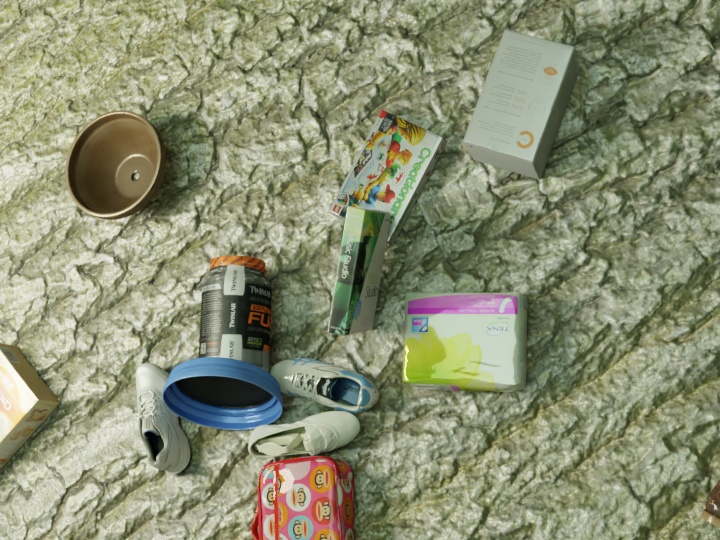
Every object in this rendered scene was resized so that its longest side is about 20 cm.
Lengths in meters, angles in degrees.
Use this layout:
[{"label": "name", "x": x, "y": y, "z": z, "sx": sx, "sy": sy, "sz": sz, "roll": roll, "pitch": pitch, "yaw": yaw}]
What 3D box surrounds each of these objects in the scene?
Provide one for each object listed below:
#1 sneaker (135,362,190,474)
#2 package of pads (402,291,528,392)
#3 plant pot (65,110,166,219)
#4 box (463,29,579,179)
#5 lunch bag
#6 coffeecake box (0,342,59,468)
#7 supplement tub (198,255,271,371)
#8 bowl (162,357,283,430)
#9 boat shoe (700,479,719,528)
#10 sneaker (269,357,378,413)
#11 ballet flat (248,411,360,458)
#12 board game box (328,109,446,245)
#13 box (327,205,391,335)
[{"label": "sneaker", "x": -0.351, "y": 0.251, "z": 1.750, "sx": 0.074, "sy": 0.087, "sz": 0.202, "roll": -26, "pitch": 70, "yaw": 13}, {"label": "package of pads", "x": 0.167, "y": 0.116, "z": 1.619, "sx": 0.197, "sy": 0.068, "sz": 0.157, "roll": -2, "pitch": 77, "yaw": 18}, {"label": "plant pot", "x": -0.436, "y": -0.185, "z": 1.871, "sx": 0.198, "sy": 0.093, "sz": 0.204, "roll": -4, "pitch": 77, "yaw": 18}, {"label": "box", "x": 0.266, "y": -0.270, "z": 1.656, "sx": 0.123, "sy": 0.097, "sz": 0.202, "roll": 19, "pitch": 84, "yaw": 21}, {"label": "lunch bag", "x": -0.098, "y": 0.406, "z": 1.640, "sx": 0.174, "sy": 0.082, "sz": 0.203, "roll": -10, "pitch": 74, "yaw": 20}, {"label": "coffeecake box", "x": -0.678, "y": 0.260, "z": 1.863, "sx": 0.200, "sy": 0.073, "sz": 0.153, "roll": -47, "pitch": 70, "yaw": 4}, {"label": "supplement tub", "x": -0.212, "y": 0.083, "z": 1.722, "sx": 0.121, "sy": 0.122, "sz": 0.203, "roll": -3, "pitch": 78, "yaw": 17}, {"label": "bowl", "x": -0.225, "y": 0.202, "z": 1.664, "sx": 0.198, "sy": 0.201, "sz": 0.040, "roll": -7, "pitch": 55, "yaw": 16}, {"label": "boat shoe", "x": 0.585, "y": 0.366, "z": 1.424, "sx": 0.199, "sy": 0.070, "sz": 0.071, "roll": 28, "pitch": 92, "yaw": 22}, {"label": "sneaker", "x": -0.066, "y": 0.187, "z": 1.679, "sx": 0.198, "sy": 0.072, "sz": 0.073, "roll": 10, "pitch": 83, "yaw": 21}, {"label": "ballet flat", "x": -0.097, "y": 0.279, "z": 1.663, "sx": 0.198, "sy": 0.069, "sz": 0.070, "roll": -11, "pitch": 75, "yaw": 20}, {"label": "board game box", "x": 0.046, "y": -0.160, "z": 1.737, "sx": 0.125, "sy": 0.035, "sz": 0.202, "roll": 26, "pitch": 88, "yaw": 21}, {"label": "box", "x": 0.000, "y": 0.000, "z": 1.638, "sx": 0.036, "sy": 0.144, "sz": 0.203, "roll": 9, "pitch": 94, "yaw": 18}]
